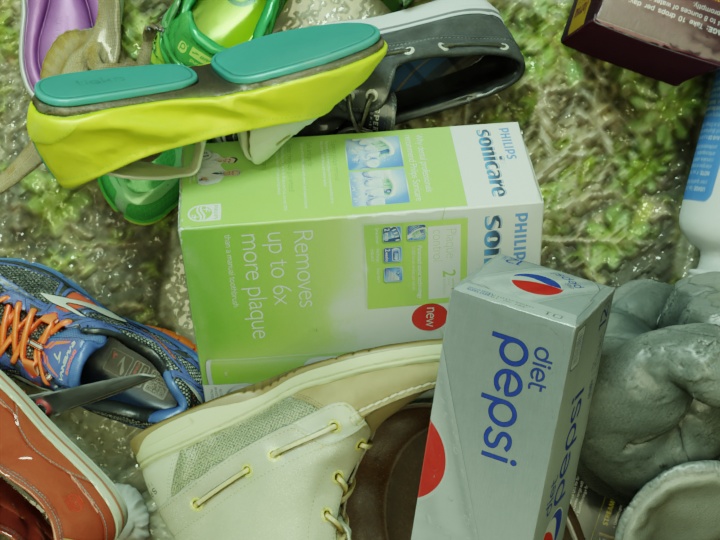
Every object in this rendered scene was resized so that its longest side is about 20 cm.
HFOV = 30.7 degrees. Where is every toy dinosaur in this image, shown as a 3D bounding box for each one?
[{"bbox_3d":[-0.167,-0.095,0.778,0.101,0.058,0.200,41,106,33],"label":"toy dinosaur"}]

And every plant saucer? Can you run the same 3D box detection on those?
[{"bbox_3d":[0.066,0.173,0.793,0.034,0.200,0.201,-14,95,-43],"label":"plant saucer"}]

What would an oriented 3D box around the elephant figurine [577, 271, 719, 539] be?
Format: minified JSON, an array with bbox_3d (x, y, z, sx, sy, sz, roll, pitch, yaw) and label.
[{"bbox_3d":[0.184,0.113,0.749,0.155,0.141,0.200,-2,113,37],"label":"elephant figurine"}]

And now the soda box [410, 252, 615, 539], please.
[{"bbox_3d":[0.073,0.098,0.681,0.068,0.063,0.200,18,115,22],"label":"soda box"}]

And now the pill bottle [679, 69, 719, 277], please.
[{"bbox_3d":[0.260,-0.060,0.803,0.112,0.112,0.200,15,93,-3],"label":"pill bottle"}]

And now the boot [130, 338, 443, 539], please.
[{"bbox_3d":[-0.013,0.130,0.722,0.200,0.072,0.155,-21,80,8],"label":"boot"}]

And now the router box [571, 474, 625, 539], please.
[{"bbox_3d":[0.169,0.125,0.839,0.149,0.051,0.200,18,92,-2],"label":"router box"}]

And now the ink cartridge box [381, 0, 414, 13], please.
[{"bbox_3d":[-0.009,-0.266,0.806,0.200,0.059,0.104,45,90,-4],"label":"ink cartridge box"}]

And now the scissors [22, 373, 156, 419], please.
[{"bbox_3d":[-0.194,0.087,0.787,0.200,0.014,0.073,-1,114,27],"label":"scissors"}]

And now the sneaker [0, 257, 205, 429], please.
[{"bbox_3d":[-0.179,0.045,0.806,0.200,0.078,0.075,19,92,-4],"label":"sneaker"}]

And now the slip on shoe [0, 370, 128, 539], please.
[{"bbox_3d":[-0.227,0.101,0.765,0.200,0.061,0.074,41,130,4],"label":"slip on shoe"}]

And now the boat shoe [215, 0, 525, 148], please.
[{"bbox_3d":[0.009,-0.107,0.787,0.200,0.070,0.066,-19,52,-21],"label":"boat shoe"}]

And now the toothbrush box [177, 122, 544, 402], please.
[{"bbox_3d":[0.000,0.000,0.776,0.200,0.086,0.146,-5,130,-4],"label":"toothbrush box"}]

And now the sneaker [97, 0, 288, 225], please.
[{"bbox_3d":[-0.105,-0.123,0.798,0.074,0.084,0.200,27,92,-4],"label":"sneaker"}]

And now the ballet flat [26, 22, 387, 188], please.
[{"bbox_3d":[-0.080,-0.087,0.719,0.200,0.067,0.067,-14,120,-15],"label":"ballet flat"}]

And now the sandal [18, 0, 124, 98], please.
[{"bbox_3d":[-0.181,-0.198,0.806,0.082,0.050,0.203,-6,95,-2],"label":"sandal"}]

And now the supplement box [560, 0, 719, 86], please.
[{"bbox_3d":[0.200,-0.223,0.792,0.086,0.110,0.200,19,92,-3],"label":"supplement box"}]

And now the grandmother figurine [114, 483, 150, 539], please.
[{"bbox_3d":[-0.154,0.235,0.832,0.121,0.061,0.200,-5,91,-30],"label":"grandmother figurine"}]
